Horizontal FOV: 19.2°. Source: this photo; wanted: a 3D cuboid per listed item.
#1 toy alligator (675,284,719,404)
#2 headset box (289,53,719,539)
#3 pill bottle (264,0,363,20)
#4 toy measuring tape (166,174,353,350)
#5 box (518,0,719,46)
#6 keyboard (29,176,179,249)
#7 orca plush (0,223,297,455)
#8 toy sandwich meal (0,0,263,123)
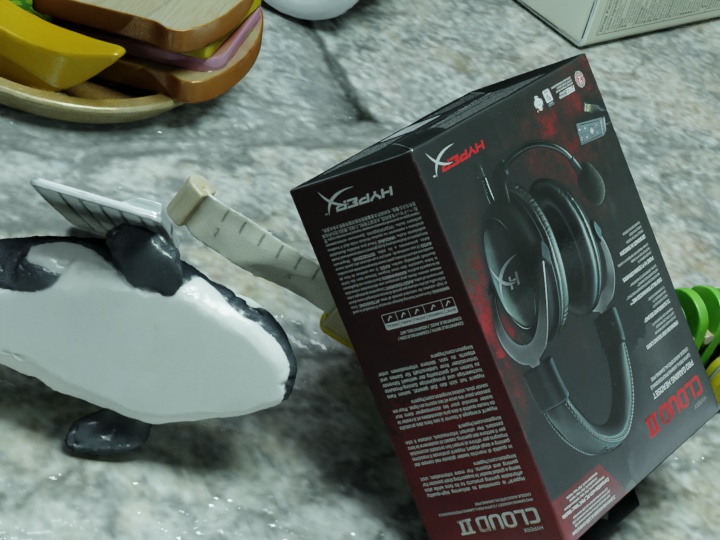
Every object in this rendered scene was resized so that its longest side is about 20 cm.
[{"bbox_3d":[0.185,0.031,1.089,0.199,0.055,0.059,-6,40,-32],"label":"toy alligator"},{"bbox_3d":[0.072,0.025,0.946,0.149,0.077,0.201,-30,100,-48],"label":"headset box"},{"bbox_3d":[0.007,-0.237,1.349,0.106,0.107,0.200,28,34,15],"label":"pill bottle"},{"bbox_3d":[0.000,0.000,1.006,0.199,0.074,0.074,31,29,-18],"label":"toy measuring tape"},{"bbox_3d":[0.200,-0.220,1.427,0.199,0.095,0.078,-14,44,-41],"label":"box"},{"bbox_3d":[-0.112,-0.023,0.963,0.056,0.011,0.200,11,-4,-2],"label":"keyboard"},{"bbox_3d":[-0.126,0.021,0.934,0.198,0.106,0.071,-5,22,5],"label":"orca plush"},{"bbox_3d":[-0.154,-0.151,1.179,0.204,0.071,0.206,12,34,-8],"label":"toy sandwich meal"}]
